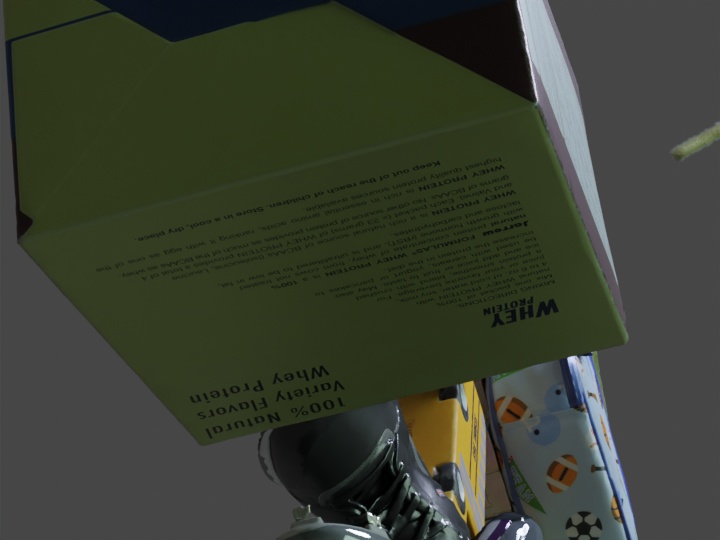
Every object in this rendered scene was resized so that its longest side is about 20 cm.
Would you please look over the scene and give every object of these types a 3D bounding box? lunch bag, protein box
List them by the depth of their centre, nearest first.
[{"bbox_3d":[-0.013,-0.047,0.872,0.200,0.197,0.136,58,21,-59],"label":"protein box"},{"bbox_3d":[0.137,0.119,1.463,0.160,0.075,0.202,-68,144,-75],"label":"lunch bag"}]

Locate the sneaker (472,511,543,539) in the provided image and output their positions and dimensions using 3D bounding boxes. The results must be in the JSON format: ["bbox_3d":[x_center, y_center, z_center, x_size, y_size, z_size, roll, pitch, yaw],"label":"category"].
[{"bbox_3d":[0.083,0.221,1.161,0.075,0.087,0.201,69,35,-45],"label":"sneaker"}]

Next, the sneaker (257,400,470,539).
[{"bbox_3d":[0.019,0.115,1.071,0.087,0.076,0.200,40,-10,31],"label":"sneaker"}]

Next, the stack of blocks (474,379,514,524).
[{"bbox_3d":[0.069,0.115,1.470,0.115,0.058,0.202,-48,124,-77],"label":"stack of blocks"}]

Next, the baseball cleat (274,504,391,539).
[{"bbox_3d":[0.008,0.193,1.023,0.200,0.069,0.107,60,19,-54],"label":"baseball cleat"}]

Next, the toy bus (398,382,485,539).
[{"bbox_3d":[0.036,0.120,1.277,0.200,0.065,0.079,-82,157,-65],"label":"toy bus"}]
